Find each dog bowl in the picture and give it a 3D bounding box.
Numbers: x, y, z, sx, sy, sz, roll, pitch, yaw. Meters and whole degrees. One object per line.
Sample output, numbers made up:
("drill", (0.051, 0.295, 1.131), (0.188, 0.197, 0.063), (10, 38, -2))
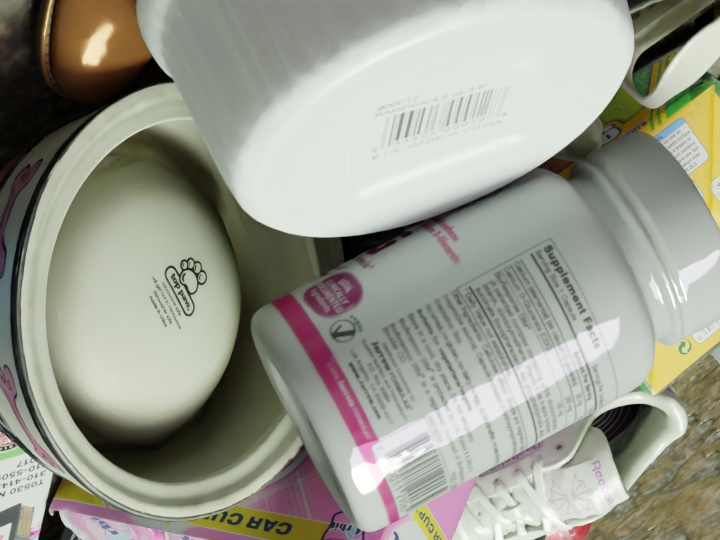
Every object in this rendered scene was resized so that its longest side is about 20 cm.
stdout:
("dog bowl", (-0.100, 0.013, 1.005), (0.200, 0.074, 0.201), (-1, 91, -45))

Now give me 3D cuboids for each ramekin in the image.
("ramekin", (0.016, -0.098, 0.902), (0.200, 0.098, 0.201), (-19, 158, -8))

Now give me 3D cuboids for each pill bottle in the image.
("pill bottle", (0.061, 0.024, 0.980), (0.200, 0.113, 0.113), (-28, 145, -8))

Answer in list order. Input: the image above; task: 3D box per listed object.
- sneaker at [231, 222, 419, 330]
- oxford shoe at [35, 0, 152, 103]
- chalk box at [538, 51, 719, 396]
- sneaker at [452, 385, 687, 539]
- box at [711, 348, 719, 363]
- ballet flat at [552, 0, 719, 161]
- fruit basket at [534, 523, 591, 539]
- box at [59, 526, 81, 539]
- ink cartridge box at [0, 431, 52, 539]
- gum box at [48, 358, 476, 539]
("sneaker", (0.000, 0.000, 1.101), (0.078, 0.200, 0.075), (7, 88, -65))
("oxford shoe", (-0.073, -0.140, 0.928), (0.071, 0.071, 0.200), (7, 129, -47))
("chalk box", (0.136, -0.046, 1.144), (0.124, 0.200, 0.124), (-39, 112, 2))
("sneaker", (0.076, 0.104, 1.104), (0.200, 0.100, 0.075), (-33, 111, -13))
("box", (0.273, -0.017, 1.257), (0.097, 0.200, 0.177), (-4, 134, -38))
("ballet flat", (0.107, -0.097, 1.007), (0.200, 0.068, 0.068), (-34, 147, 28))
("fruit basket", (0.110, 0.102, 1.271), (0.185, 0.094, 0.200), (99, 16, -77))
("box", (-0.102, 0.198, 1.217), (0.049, 0.161, 0.200), (-40, 164, -47))
("ink cartridge box", (-0.235, 0.109, 1.075), (0.145, 0.084, 0.200), (-13, 140, -30))
("gum box", (-0.050, 0.099, 1.083), (0.114, 0.200, 0.066), (-65, 146, -28))
